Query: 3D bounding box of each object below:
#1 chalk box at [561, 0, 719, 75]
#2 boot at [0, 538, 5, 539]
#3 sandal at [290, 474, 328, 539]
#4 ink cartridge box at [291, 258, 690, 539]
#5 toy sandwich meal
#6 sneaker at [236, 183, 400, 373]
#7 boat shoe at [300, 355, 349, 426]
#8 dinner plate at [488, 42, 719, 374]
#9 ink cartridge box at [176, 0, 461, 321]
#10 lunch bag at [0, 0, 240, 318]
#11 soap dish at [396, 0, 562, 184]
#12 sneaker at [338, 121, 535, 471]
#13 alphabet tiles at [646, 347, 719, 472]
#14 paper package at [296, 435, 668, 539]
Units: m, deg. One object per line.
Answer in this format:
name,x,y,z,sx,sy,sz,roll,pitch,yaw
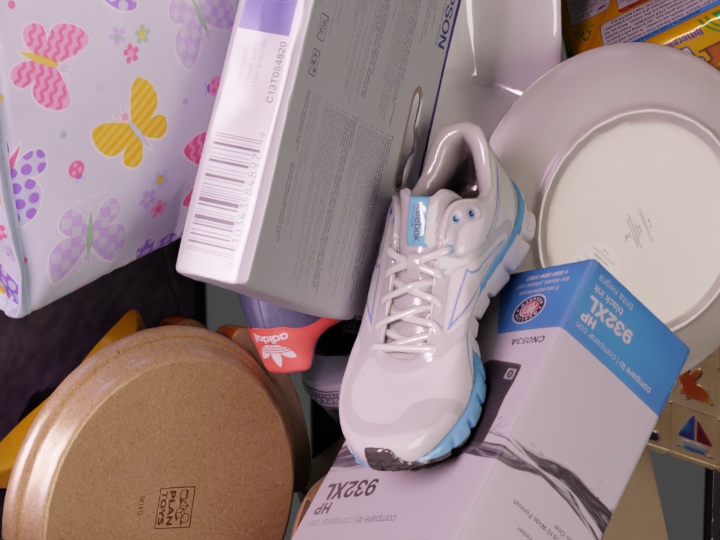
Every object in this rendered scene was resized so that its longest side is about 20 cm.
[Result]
chalk box,0.219,-0.125,1.428,0.200,0.125,0.124,42,31,-42
boot,-0.178,0.190,1.129,0.077,0.138,0.200,-48,131,-26
sandal,-0.028,0.202,1.291,0.080,0.054,0.200,-29,128,-49
ink cartridge box,0.060,0.103,1.215,0.084,0.145,0.200,42,61,-25
toy sandwich meal,-0.113,0.111,1.230,0.205,0.070,0.206,-12,108,-40
sneaker,0.000,0.000,1.291,0.200,0.075,0.085,-26,110,-49
boat shoe,0.046,0.015,1.363,0.200,0.070,0.066,-51,135,-22
dinner plate,0.153,-0.027,1.324,0.200,0.024,0.201,-4,101,-20
ink cartridge box,-0.015,-0.079,1.152,0.200,0.041,0.200,22,81,-69
lunch bag,-0.139,-0.107,1.105,0.169,0.127,0.200,-30,131,-36
soap dish,0.021,-0.132,1.289,0.200,0.081,0.158,-20,114,-40
sneaker,0.030,0.007,1.179,0.087,0.075,0.200,70,29,-46
alphabet tiles,0.183,0.037,1.399,0.200,0.008,0.167,19,54,-18
paper package,0.081,0.152,1.408,0.200,0.103,0.191,-37,124,-34
